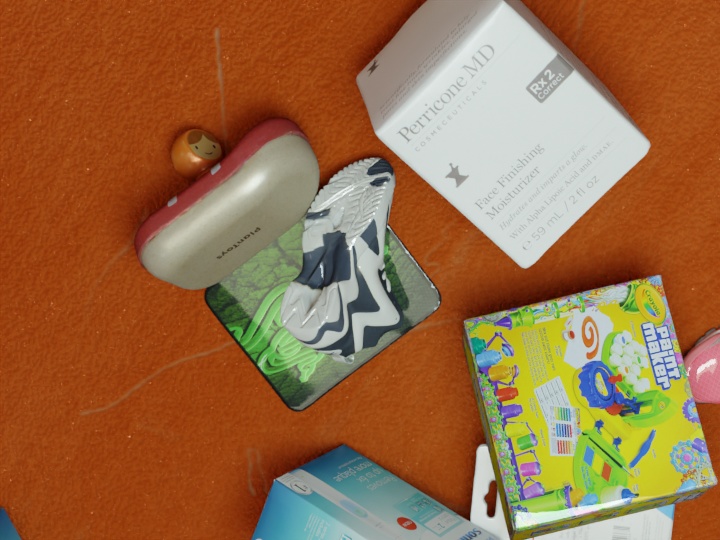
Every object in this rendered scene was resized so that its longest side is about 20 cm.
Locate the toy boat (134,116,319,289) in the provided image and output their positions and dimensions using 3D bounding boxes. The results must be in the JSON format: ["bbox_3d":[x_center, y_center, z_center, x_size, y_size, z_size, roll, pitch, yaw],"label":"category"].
[{"bbox_3d":[-0.140,-0.083,1.635,0.199,0.130,0.131,-36,68,11],"label":"toy boat"}]

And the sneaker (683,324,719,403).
[{"bbox_3d":[0.402,0.086,1.628,0.199,0.087,0.074,-14,99,8],"label":"sneaker"}]

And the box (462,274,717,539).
[{"bbox_3d":[0.211,0.132,1.588,0.191,0.122,0.202,-12,75,0],"label":"box"}]

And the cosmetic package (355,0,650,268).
[{"bbox_3d":[0.126,-0.146,1.538,0.200,0.165,0.165,39,104,-21],"label":"cosmetic package"}]

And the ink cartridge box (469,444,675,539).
[{"bbox_3d":[0.211,0.226,1.683,0.198,0.067,0.117,6,102,4],"label":"ink cartridge box"}]

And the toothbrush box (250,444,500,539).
[{"bbox_3d":[0.016,0.268,1.634,0.199,0.146,0.086,31,111,22],"label":"toothbrush box"}]

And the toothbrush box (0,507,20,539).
[{"bbox_3d":[-0.394,0.374,1.749,0.146,0.085,0.201,-27,98,9],"label":"toothbrush box"}]

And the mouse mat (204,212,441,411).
[{"bbox_3d":[-0.038,0.028,1.694,0.200,0.008,0.161,-37,96,12],"label":"mouse mat"}]

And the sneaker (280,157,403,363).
[{"bbox_3d":[0.000,0.000,1.650,0.079,0.130,0.200,3,64,28],"label":"sneaker"}]
